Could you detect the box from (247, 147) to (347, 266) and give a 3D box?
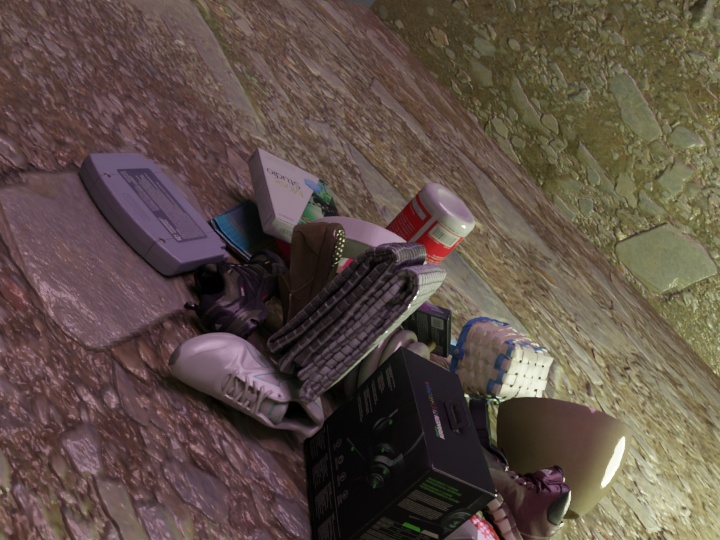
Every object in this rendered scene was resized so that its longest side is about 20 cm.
[{"bbox_3d":[-0.097,-0.102,1.196,0.144,0.036,0.200,23,30,-32],"label":"box"}]

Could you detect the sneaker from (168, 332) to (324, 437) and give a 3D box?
[{"bbox_3d":[-0.118,0.130,0.860,0.200,0.070,0.080,26,15,-33],"label":"sneaker"}]

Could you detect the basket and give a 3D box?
[{"bbox_3d":[0.201,0.146,1.286,0.176,0.139,0.200,17,6,-41],"label":"basket"}]

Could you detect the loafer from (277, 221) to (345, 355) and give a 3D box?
[{"bbox_3d":[-0.074,0.026,0.997,0.067,0.200,0.076,20,12,13],"label":"loafer"}]

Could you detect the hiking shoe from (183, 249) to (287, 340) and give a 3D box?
[{"bbox_3d":[-0.161,0.012,1.001,0.101,0.076,0.200,40,24,-15],"label":"hiking shoe"}]

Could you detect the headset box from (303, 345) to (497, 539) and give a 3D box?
[{"bbox_3d":[0.037,0.207,0.829,0.093,0.200,0.174,29,26,-27],"label":"headset box"}]

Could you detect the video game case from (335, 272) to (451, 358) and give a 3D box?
[{"bbox_3d":[0.031,0.060,1.080,0.200,0.019,0.143,19,-24,15],"label":"video game case"}]

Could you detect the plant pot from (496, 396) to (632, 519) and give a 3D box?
[{"bbox_3d":[0.291,0.290,1.141,0.200,0.200,0.135,31,63,-26],"label":"plant pot"}]

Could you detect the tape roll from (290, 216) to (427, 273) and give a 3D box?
[{"bbox_3d":[0.000,0.000,1.080,0.203,0.203,0.037,34,57,-19],"label":"tape roll"}]

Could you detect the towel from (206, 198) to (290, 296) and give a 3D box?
[{"bbox_3d":[-0.132,-0.025,1.175,0.200,0.022,0.147,43,24,0],"label":"towel"}]

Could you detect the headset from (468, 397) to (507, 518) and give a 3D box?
[{"bbox_3d":[0.183,0.274,1.046,0.124,0.094,0.200,61,26,-65],"label":"headset"}]

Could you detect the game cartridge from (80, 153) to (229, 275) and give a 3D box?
[{"bbox_3d":[-0.277,-0.077,1.022,0.200,0.042,0.133,48,28,12],"label":"game cartridge"}]

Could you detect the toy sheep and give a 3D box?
[{"bbox_3d":[0.025,0.126,1.035,0.200,0.138,0.138,12,15,21],"label":"toy sheep"}]

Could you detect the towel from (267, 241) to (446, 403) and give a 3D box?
[{"bbox_3d":[-0.002,0.049,0.895,0.086,0.200,0.166,47,13,7],"label":"towel"}]

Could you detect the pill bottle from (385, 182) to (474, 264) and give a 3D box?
[{"bbox_3d":[0.095,-0.049,1.346,0.112,0.200,0.112,35,25,-19],"label":"pill bottle"}]

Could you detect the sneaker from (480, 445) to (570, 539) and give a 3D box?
[{"bbox_3d":[0.193,0.258,0.966,0.200,0.115,0.076,62,-10,-13],"label":"sneaker"}]

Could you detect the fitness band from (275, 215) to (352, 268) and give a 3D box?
[{"bbox_3d":[-0.073,-0.056,1.240,0.144,0.037,0.200,29,28,-23],"label":"fitness band"}]

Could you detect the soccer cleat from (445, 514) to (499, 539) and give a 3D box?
[{"bbox_3d":[0.145,0.363,0.903,0.200,0.069,0.085,56,22,17],"label":"soccer cleat"}]
